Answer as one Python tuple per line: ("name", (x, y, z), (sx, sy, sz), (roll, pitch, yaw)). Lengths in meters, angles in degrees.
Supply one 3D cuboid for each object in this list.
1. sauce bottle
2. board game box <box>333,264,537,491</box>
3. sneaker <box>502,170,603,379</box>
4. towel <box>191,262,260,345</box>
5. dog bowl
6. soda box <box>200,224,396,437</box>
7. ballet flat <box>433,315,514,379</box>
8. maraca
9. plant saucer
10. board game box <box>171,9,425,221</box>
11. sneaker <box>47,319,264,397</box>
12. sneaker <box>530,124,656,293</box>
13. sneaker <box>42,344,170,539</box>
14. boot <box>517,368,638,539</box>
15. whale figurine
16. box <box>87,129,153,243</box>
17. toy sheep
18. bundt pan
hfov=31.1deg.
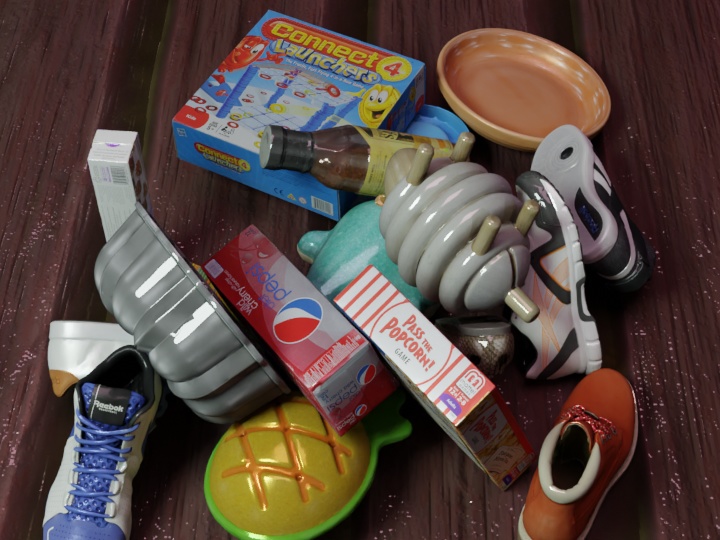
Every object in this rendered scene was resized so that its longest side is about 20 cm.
("sauce bottle", (0.004, -0.104, 1.220), (0.197, 0.066, 0.067), (7, 45, -21))
("board game box", (0.067, 0.094, 1.084), (0.046, 0.200, 0.151), (-43, 62, -4))
("sneaker", (0.165, 0.010, 1.180), (0.079, 0.203, 0.074), (-14, 13, -1))
("towel", (-0.106, 0.034, 1.208), (0.197, 0.018, 0.086), (21, 28, -4))
("dog bowl", (0.018, -0.118, 1.373), (0.196, 0.050, 0.113), (-3, 49, -4))
("soda box", (-0.055, 0.047, 1.088), (0.063, 0.070, 0.200), (-38, 45, -8))
("ballet flat", (0.104, 0.066, 1.152), (0.066, 0.200, 0.047), (-4, 92, -3))
("maraca", (-0.044, 0.153, 1.099), (0.136, 0.108, 0.200), (33, 56, 26))
("plant saucer", (0.177, -0.194, 1.427), (0.197, 0.038, 0.202), (8, 43, -8))
("board game box", (-0.061, -0.166, 1.344), (0.198, 0.056, 0.197), (21, 54, 19))
("sneaker", (-0.187, 0.093, 1.193), (0.197, 0.073, 0.086), (3, 83, -8))
("sneaker", (0.235, -0.051, 1.291), (0.073, 0.112, 0.202), (-35, 35, 23))
("sneaker", (-0.216, 0.146, 1.070), (0.079, 0.115, 0.202), (14, 69, 2))
("boot", (0.195, 0.145, 1.109), (0.074, 0.108, 0.201), (17, 49, 17))
("whale figurine", (0.000, 0.000, 1.214), (0.199, 0.105, 0.159), (-24, 51, -40))
("box", (-0.217, -0.048, 1.211), (0.041, 0.201, 0.039), (5, 51, 5))
("toy sheep", (0.088, -0.032, 1.130), (0.137, 0.139, 0.201), (-26, 61, -21))
("bundt pan", (-0.148, 0.044, 1.066), (0.075, 0.202, 0.202), (-38, 57, -5))
